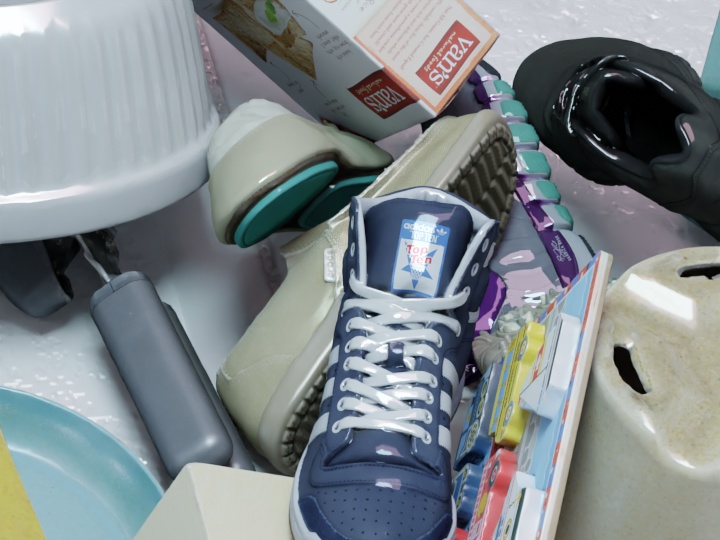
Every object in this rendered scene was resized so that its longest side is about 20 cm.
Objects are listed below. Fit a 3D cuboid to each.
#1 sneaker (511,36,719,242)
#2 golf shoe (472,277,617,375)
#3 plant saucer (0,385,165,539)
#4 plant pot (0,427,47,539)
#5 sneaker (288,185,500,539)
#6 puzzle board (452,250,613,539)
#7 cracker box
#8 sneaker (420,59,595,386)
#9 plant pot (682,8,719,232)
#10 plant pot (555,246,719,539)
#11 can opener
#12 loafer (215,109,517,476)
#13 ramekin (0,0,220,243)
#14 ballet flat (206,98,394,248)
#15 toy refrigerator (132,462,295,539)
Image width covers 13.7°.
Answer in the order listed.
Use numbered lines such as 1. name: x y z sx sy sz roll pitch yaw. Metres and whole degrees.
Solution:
1. sneaker: 0.127 -0.076 1.415 0.091 0.076 0.200 26 2 -36
2. golf shoe: 0.145 0.047 1.373 0.199 0.098 0.078 -11 10 -27
3. plant saucer: -0.175 0.127 1.273 0.199 0.028 0.201 5 43 -5
4. plant pot: -0.220 0.136 1.117 0.199 0.196 0.195 -12 56 -24
5. sneaker: 0.015 0.041 1.237 0.070 0.109 0.200 10 31 2
6. puzzle board: 0.053 0.106 1.210 0.017 0.151 0.201 18 63 -8
7. cracker box: -0.041 -0.148 1.431 0.200 0.134 0.058 41 75 -10
8. sneaker: 0.048 -0.030 1.454 0.087 0.075 0.200 -13 48 -16
9. plant pot: 0.268 -0.068 1.493 0.199 0.142 0.142 13 42 10
10. plant pot: 0.144 0.098 1.255 0.199 0.184 0.201 6 43 -6
11. can opener: -0.115 0.036 1.377 0.067 0.053 0.200 -32 51 3
12. loafer: 0.000 0.000 1.376 0.068 0.076 0.200 25 66 31
13. ramekin: -0.166 -0.096 1.401 0.199 0.106 0.200 -2 22 1
14. ballet flat: -0.038 -0.049 1.399 0.069 0.070 0.200 24 5 14
15. toy refrigerator: -0.032 0.180 1.202 0.076 0.070 0.201 11 42 -32
